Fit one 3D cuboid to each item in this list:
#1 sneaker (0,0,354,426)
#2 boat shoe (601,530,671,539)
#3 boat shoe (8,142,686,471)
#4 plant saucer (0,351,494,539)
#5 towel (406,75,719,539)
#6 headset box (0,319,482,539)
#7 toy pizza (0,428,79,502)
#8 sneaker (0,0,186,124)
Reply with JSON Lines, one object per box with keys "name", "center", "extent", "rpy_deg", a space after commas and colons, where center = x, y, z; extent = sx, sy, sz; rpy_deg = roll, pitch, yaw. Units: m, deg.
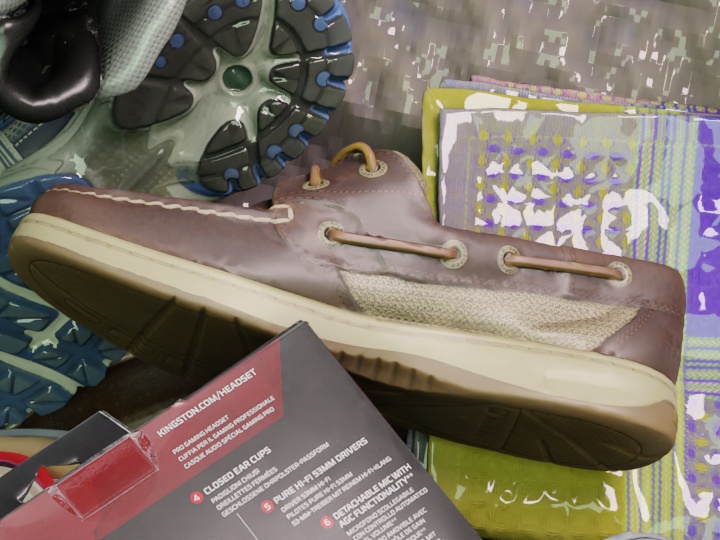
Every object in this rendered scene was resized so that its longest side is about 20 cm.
{"name": "sneaker", "center": [-0.083, -0.029, 0.843], "extent": [0.200, 0.085, 0.077], "rpy_deg": [-38, 116, 13]}
{"name": "boat shoe", "center": [0.117, 0.161, 0.732], "extent": [0.073, 0.067, 0.200], "rpy_deg": [-39, 93, -9]}
{"name": "boat shoe", "center": [0.000, 0.000, 0.793], "extent": [0.199, 0.072, 0.072], "rpy_deg": [14, 70, -3]}
{"name": "plant saucer", "center": [-0.040, 0.120, 0.859], "extent": [0.199, 0.034, 0.202], "rpy_deg": [0, 91, 3]}
{"name": "towel", "center": [0.111, 0.018, 0.837], "extent": [0.199, 0.023, 0.145], "rpy_deg": [7, 77, 0]}
{"name": "headset box", "center": [-0.028, 0.123, 0.716], "extent": [0.149, 0.077, 0.200], "rpy_deg": [-34, 73, -24]}
{"name": "toy pizza", "center": [-0.112, 0.127, 0.779], "extent": [0.199, 0.032, 0.201], "rpy_deg": [-5, 55, 7]}
{"name": "sneaker", "center": [-0.112, -0.069, 0.773], "extent": [0.075, 0.116, 0.200], "rpy_deg": [36, 119, -27]}
